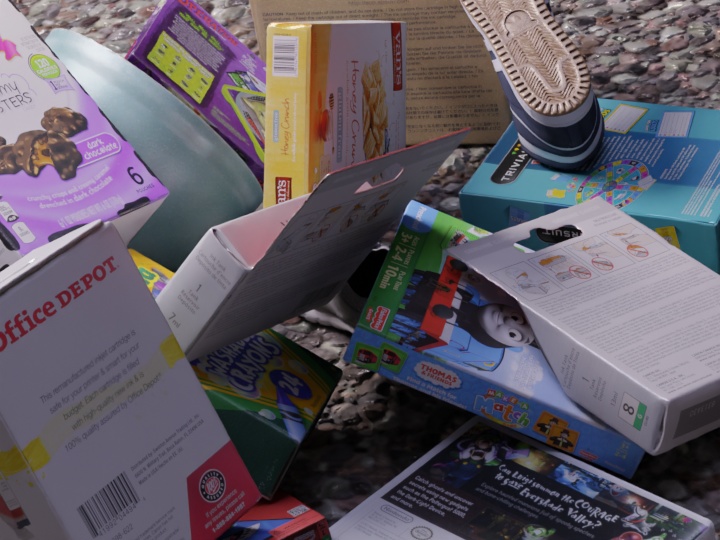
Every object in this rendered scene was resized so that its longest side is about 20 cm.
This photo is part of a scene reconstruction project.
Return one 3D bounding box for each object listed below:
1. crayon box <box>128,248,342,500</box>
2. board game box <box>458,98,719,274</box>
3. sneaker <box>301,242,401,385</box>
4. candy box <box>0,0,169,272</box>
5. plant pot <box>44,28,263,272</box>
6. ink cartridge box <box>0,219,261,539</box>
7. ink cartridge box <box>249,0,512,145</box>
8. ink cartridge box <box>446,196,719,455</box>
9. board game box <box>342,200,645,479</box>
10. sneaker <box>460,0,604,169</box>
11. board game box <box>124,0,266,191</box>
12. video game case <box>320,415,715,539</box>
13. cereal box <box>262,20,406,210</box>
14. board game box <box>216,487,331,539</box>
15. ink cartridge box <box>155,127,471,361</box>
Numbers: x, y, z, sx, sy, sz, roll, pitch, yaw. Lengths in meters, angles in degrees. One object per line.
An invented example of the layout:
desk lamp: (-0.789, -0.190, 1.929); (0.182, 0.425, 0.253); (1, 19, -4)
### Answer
crayon box: (-0.119, 0.057, 1.591); (0.199, 0.052, 0.126); (29, 23, 2)
board game box: (0.194, -0.067, 1.811); (0.199, 0.047, 0.151); (8, 37, 26)
sneaker: (0.000, 0.000, 1.730); (0.074, 0.082, 0.200); (-26, 36, -24)
candy box: (-0.252, -0.085, 1.641); (0.200, 0.072, 0.167); (50, 34, 8)
plant pot: (-0.189, -0.061, 1.803); (0.200, 0.200, 0.135); (27, 75, 43)
ink cartridge box: (-0.170, 0.092, 1.461); (0.083, 0.201, 0.145); (-17, 14, 44)
ink cartridge box: (0.022, -0.184, 1.929); (0.198, 0.166, 0.075); (0, 33, 14)
ink cartridge box: (0.173, 0.033, 1.598); (0.160, 0.050, 0.200); (-18, 40, -41)
board game box: (0.102, 0.042, 1.606); (0.199, 0.037, 0.152); (23, 37, 0)
sneaker: (0.123, -0.164, 1.805); (0.070, 0.109, 0.201); (-22, 57, 2)
board game box: (-0.087, -0.118, 1.855); (0.032, 0.200, 0.120); (-41, 14, 35)
video game case: (0.084, 0.173, 1.500); (0.181, 0.023, 0.199); (-35, 39, -32)
cereal box: (-0.015, -0.108, 1.777); (0.039, 0.145, 0.200); (3, 8, 21)
board game box: (-0.126, 0.187, 1.518); (0.199, 0.020, 0.103); (-25, 20, -21)
ink cartridge box: (-0.034, -0.029, 1.568); (0.044, 0.174, 0.200); (45, 28, 13)
